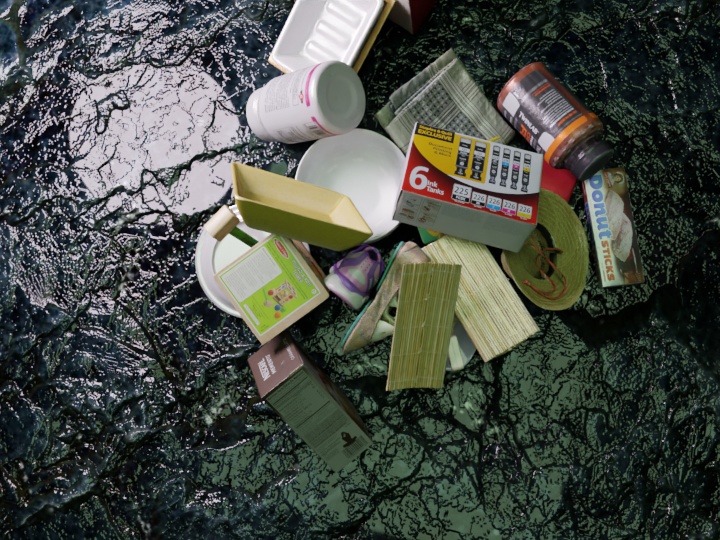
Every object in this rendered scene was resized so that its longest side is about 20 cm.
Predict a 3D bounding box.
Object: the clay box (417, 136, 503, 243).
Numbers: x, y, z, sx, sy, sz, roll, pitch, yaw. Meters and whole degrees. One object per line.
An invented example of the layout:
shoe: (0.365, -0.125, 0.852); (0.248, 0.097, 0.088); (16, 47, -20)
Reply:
clay box: (0.161, -0.132, 1.064); (0.199, 0.048, 0.116); (-25, 102, -18)

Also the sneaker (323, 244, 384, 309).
sneaker: (0.000, 0.000, 1.023); (0.080, 0.200, 0.089); (37, 95, -3)

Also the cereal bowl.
cereal bowl: (-0.009, -0.136, 1.103); (0.199, 0.083, 0.202); (-1, 81, 4)

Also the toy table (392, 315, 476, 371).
toy table: (0.131, 0.066, 1.049); (0.183, 0.117, 0.201); (-25, 82, 0)

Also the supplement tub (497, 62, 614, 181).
supplement tub: (0.326, -0.244, 1.068); (0.107, 0.107, 0.200); (-35, 69, -2)

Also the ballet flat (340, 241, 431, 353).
ballet flat: (0.043, 0.054, 0.965); (0.067, 0.068, 0.201); (32, 100, 11)

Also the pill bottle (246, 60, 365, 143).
pill bottle: (-0.097, -0.273, 1.067); (0.199, 0.113, 0.114); (3, 79, 46)

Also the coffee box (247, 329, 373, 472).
coffee box: (-0.077, 0.201, 0.995); (0.080, 0.114, 0.200); (-38, 120, -2)

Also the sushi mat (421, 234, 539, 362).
sushi mat: (0.179, 0.032, 0.977); (0.095, 0.012, 0.201); (-31, 82, -3)

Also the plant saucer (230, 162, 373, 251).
plant saucer: (-0.098, -0.089, 0.949); (0.199, 0.200, 0.049); (14, 109, -18)

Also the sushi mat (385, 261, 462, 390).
sushi mat: (0.093, 0.084, 0.952); (0.095, 0.012, 0.201); (3, 104, -17)

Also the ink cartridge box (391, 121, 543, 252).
ink cartridge box: (0.163, -0.142, 0.967); (0.199, 0.084, 0.177); (14, 61, -1)

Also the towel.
towel: (0.148, -0.250, 1.097); (0.192, 0.035, 0.200); (-43, 99, -11)

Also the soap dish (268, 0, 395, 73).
soap dish: (-0.048, -0.413, 1.118); (0.157, 0.081, 0.201); (34, 108, 8)

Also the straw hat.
straw hat: (0.278, -0.027, 1.059); (0.200, 0.085, 0.203); (7, 74, -26)

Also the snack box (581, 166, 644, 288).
snack box: (0.429, -0.073, 1.095); (0.071, 0.024, 0.201); (-7, 82, 3)

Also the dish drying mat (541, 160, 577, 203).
dish drying mat: (0.332, -0.150, 1.116); (0.076, 0.018, 0.201); (24, 84, 7)

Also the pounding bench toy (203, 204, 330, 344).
pounding bench toy: (-0.151, -0.012, 1.009); (0.124, 0.156, 0.200); (-36, 93, 3)

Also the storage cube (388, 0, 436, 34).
storage cube: (0.070, -0.551, 1.103); (0.170, 0.200, 0.180); (34, 92, 7)

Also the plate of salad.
plate of salad: (-0.184, -0.016, 1.111); (0.199, 0.048, 0.202); (0, 93, -1)
